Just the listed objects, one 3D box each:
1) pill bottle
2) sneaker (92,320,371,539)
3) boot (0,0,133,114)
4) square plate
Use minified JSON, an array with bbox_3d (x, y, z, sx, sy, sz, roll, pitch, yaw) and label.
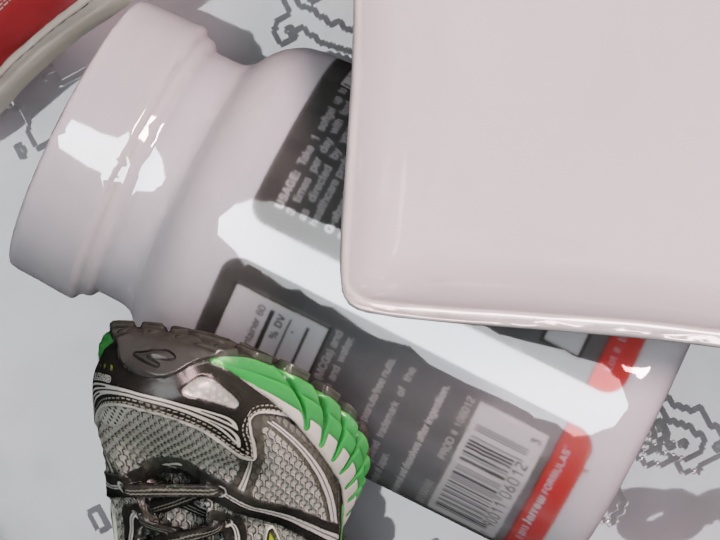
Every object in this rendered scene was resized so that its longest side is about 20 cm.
[{"bbox_3d":[0.000,0.000,0.846,0.200,0.116,0.116,27,96,2],"label":"pill bottle"},{"bbox_3d":[-0.041,0.091,0.815,0.078,0.200,0.085,13,52,23],"label":"sneaker"},{"bbox_3d":[-0.138,-0.101,0.802,0.200,0.144,0.072,-45,66,32],"label":"boot"},{"bbox_3d":[0.090,-0.058,0.818,0.198,0.028,0.200,6,58,-9],"label":"square plate"}]
